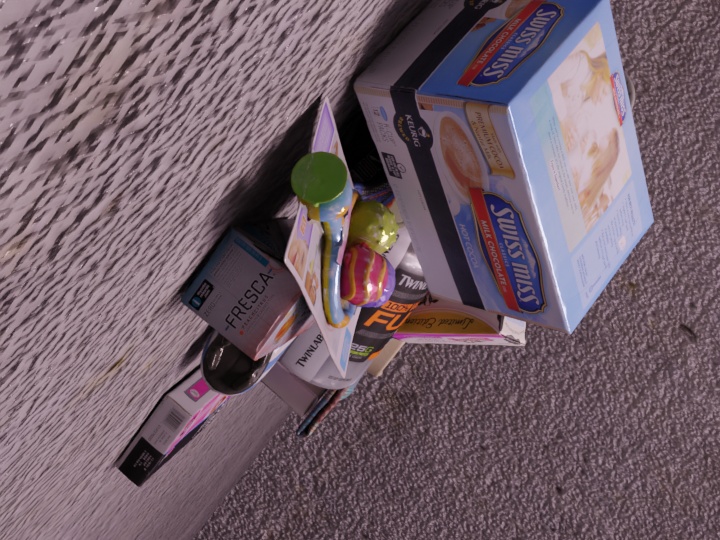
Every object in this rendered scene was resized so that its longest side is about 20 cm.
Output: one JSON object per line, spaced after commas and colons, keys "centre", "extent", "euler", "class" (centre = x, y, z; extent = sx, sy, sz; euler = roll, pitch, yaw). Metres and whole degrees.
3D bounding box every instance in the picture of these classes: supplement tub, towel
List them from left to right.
{"centre": [0.000, 0.000, 1.159], "extent": [0.201, 0.122, 0.123], "euler": [-53, 175, 26], "class": "supplement tub"}
{"centre": [0.001, 0.101, 1.347], "extent": [0.147, 0.022, 0.200], "euler": [-51, 177, 13], "class": "towel"}

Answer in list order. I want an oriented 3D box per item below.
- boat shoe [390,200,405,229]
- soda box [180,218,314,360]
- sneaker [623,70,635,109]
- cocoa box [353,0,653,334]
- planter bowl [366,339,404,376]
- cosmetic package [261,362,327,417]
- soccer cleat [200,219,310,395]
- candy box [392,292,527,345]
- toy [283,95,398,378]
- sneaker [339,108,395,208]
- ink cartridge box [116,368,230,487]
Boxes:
{"centre": [0.059, -0.132, 1.042], "extent": [0.202, 0.074, 0.066], "euler": [-66, -161, 10], "class": "boat shoe"}
{"centre": [-0.062, 0.008, 0.924], "extent": [0.064, 0.068, 0.200], "euler": [-53, 176, 8], "class": "soda box"}
{"centre": [0.144, -0.098, 1.117], "extent": [0.201, 0.077, 0.146], "euler": [-33, 180, 2], "class": "sneaker"}
{"centre": [0.107, -0.081, 0.889], "extent": [0.134, 0.130, 0.202], "euler": [-47, 134, -29], "class": "cocoa box"}
{"centre": [0.008, 0.043, 1.554], "extent": [0.201, 0.134, 0.200], "euler": [-50, 175, -6], "class": "planter bowl"}
{"centre": [-0.032, 0.046, 1.360], "extent": [0.200, 0.105, 0.071], "euler": [-47, 175, -29], "class": "cosmetic package"}
{"centre": [-0.066, 0.020, 1.087], "extent": [0.200, 0.070, 0.086], "euler": [-47, -172, 0], "class": "soccer cleat"}
{"centre": [0.096, -0.032, 1.223], "extent": [0.061, 0.135, 0.203], "euler": [21, 71, -55], "class": "candy box"}
{"centre": [-0.002, -0.014, 0.852], "extent": [0.200, 0.047, 0.117], "euler": [64, 35, -62], "class": "toy"}
{"centre": [0.037, -0.111, 0.950], "extent": [0.201, 0.075, 0.078], "euler": [-52, 173, -7], "class": "sneaker"}
{"centre": [-0.154, 0.124, 1.207], "extent": [0.095, 0.037, 0.200], "euler": [-52, 178, 24], "class": "ink cartridge box"}
